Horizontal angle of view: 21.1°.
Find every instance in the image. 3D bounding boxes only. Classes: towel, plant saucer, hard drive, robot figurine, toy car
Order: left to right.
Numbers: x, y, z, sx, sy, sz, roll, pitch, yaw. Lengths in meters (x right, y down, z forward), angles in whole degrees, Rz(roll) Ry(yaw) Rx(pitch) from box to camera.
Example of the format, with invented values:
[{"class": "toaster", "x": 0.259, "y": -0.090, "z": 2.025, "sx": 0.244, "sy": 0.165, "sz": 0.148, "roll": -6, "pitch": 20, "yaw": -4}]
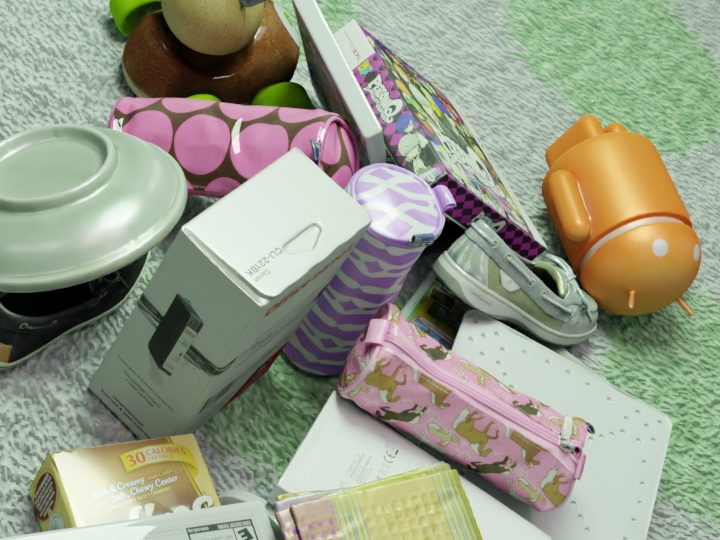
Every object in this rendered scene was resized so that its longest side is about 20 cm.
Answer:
[{"class": "plant saucer", "x": -0.230, "y": -0.061, "z": 1.441, "sx": 0.200, "sy": 0.050, "sz": 0.200, "roll": -5, "pitch": 36, "yaw": 4}, {"class": "toy car", "x": -0.106, "y": -0.222, "z": 1.613, "sx": 0.158, "sy": 0.200, "sz": 0.164, "roll": -12, "pitch": 61, "yaw": -29}, {"class": "towel", "x": 0.031, "y": 0.232, "z": 1.330, "sx": 0.143, "sy": 0.023, "sz": 0.200, "roll": -10, "pitch": 68, "yaw": -25}, {"class": "hard drive", "x": 0.039, "y": 0.182, "z": 1.415, "sx": 0.200, "sy": 0.027, "sz": 0.132, "roll": 34, "pitch": 32, "yaw": 0}, {"class": "robot figurine", "x": 0.236, "y": -0.044, "z": 1.744, "sx": 0.116, "sy": 0.144, "sz": 0.200, "roll": -21, "pitch": 59, "yaw": 2}]

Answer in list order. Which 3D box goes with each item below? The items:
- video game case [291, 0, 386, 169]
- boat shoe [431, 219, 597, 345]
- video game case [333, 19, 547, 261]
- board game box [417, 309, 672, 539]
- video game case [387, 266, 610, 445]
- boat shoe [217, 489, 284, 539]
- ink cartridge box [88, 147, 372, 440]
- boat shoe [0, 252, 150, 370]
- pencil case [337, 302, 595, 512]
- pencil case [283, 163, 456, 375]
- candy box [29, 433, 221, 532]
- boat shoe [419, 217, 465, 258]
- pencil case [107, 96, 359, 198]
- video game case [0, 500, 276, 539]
[{"class": "video game case", "x": -0.013, "y": -0.137, "z": 1.618, "sx": 0.018, "sy": 0.200, "sz": 0.143, "roll": -26, "pitch": 73, "yaw": -4}, {"class": "boat shoe", "x": 0.144, "y": 0.010, "z": 1.640, "sx": 0.202, "sy": 0.065, "sz": 0.074, "roll": 22, "pitch": 21, "yaw": -44}, {"class": "video game case", "x": 0.067, "y": -0.105, "z": 1.652, "sx": 0.200, "sy": 0.036, "sz": 0.181, "roll": 32, "pitch": 25, "yaw": -55}, {"class": "board game box", "x": 0.143, "y": 0.150, "z": 1.552, "sx": 0.200, "sy": 0.026, "sz": 0.200, "roll": 29, "pitch": 46, "yaw": -6}, {"class": "video game case", "x": 0.107, "y": 0.102, "z": 1.608, "sx": 0.200, "sy": 0.022, "sz": 0.182, "roll": 36, "pitch": 44, "yaw": 1}, {"class": "boat shoe", "x": -0.023, "y": 0.224, "z": 1.387, "sx": 0.200, "sy": 0.071, "sz": 0.070, "roll": 36, "pitch": 24, "yaw": 15}, {"class": "ink cartridge box", "x": -0.096, "y": 0.023, "z": 1.418, "sx": 0.084, "sy": 0.200, "sz": 0.144, "roll": 43, "pitch": 44, "yaw": 7}, {"class": "boat shoe", "x": -0.219, "y": 0.003, "z": 1.459, "sx": 0.075, "sy": 0.062, "sz": 0.200, "roll": 41, "pitch": 42, "yaw": 8}, {"class": "pencil case", "x": 0.078, "y": 0.104, "z": 1.465, "sx": 0.200, "sy": 0.087, "sz": 0.083, "roll": 30, "pitch": 25, "yaw": -9}, {"class": "pencil case", "x": 0.000, "y": 0.000, "z": 1.502, "sx": 0.085, "sy": 0.200, "sz": 0.084, "roll": -12, "pitch": 61, "yaw": -33}, {"class": "candy box", "x": -0.141, "y": 0.215, "z": 1.331, "sx": 0.115, "sy": 0.055, "sz": 0.200, "roll": -4, "pitch": 58, "yaw": -33}, {"class": "boat shoe", "x": 0.027, "y": -0.026, "z": 1.635, "sx": 0.057, "sy": 0.067, "sz": 0.200, "roll": 44, "pitch": 40, "yaw": 15}, {"class": "pencil case", "x": -0.107, "y": -0.087, "z": 1.534, "sx": 0.200, "sy": 0.091, "sz": 0.094, "roll": 5, "pitch": 70, "yaw": 23}, {"class": "video game case", "x": -0.125, "y": 0.246, "z": 1.262, "sx": 0.200, "sy": 0.023, "sz": 0.182, "roll": -4, "pitch": 58, "yaw": -32}]
